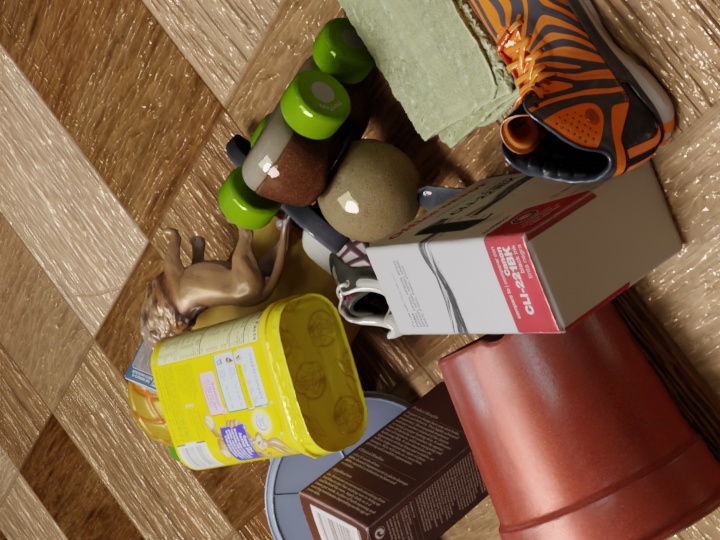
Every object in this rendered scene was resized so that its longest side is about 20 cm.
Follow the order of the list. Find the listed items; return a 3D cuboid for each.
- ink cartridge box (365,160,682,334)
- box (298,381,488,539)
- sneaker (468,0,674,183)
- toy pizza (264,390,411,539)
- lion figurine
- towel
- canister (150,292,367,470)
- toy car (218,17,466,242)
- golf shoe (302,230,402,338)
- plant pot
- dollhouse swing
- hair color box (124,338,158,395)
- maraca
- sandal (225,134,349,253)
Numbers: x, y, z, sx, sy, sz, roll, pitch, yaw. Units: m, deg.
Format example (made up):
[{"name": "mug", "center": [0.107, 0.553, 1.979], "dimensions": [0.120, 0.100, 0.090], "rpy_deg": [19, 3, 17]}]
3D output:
[{"name": "ink cartridge box", "center": [0.123, -0.017, 1.166], "dimensions": [0.200, 0.144, 0.084], "rpy_deg": [-6, 112, 55]}, {"name": "box", "center": [0.051, 0.195, 1.407], "dimensions": [0.100, 0.200, 0.075], "rpy_deg": [20, 136, 46]}, {"name": "sneaker", "center": [0.126, -0.144, 1.075], "dimensions": [0.200, 0.112, 0.078], "rpy_deg": [46, 147, 17]}, {"name": "toy pizza", "center": [-0.004, 0.220, 1.516], "dimensions": [0.200, 0.200, 0.032], "rpy_deg": [65, 164, -14]}, {"name": "lion figurine", "center": [-0.146, 0.013, 1.518], "dimensions": [0.200, 0.072, 0.123], "rpy_deg": [-15, 67, 36]}, {"name": "towel", "center": [0.050, -0.201, 1.203], "dimensions": [0.200, 0.036, 0.148], "rpy_deg": [56, 150, -2]}, {"name": "canister", "center": [-0.102, 0.112, 1.433], "dimensions": [0.200, 0.086, 0.149], "rpy_deg": [-15, 91, 43]}, {"name": "toy car", "center": [0.006, -0.087, 1.308], "dimensions": [0.200, 0.158, 0.164], "rpy_deg": [33, 136, -8]}, {"name": "golf shoe", "center": [0.000, 0.000, 1.409], "dimensions": [0.200, 0.088, 0.077], "rpy_deg": [25, 139, 43]}, {"name": "plant pot", "center": [0.170, 0.126, 1.205], "dimensions": [0.201, 0.201, 0.195], "rpy_deg": [-32, 83, 59]}, {"name": "dollhouse swing", "center": [-0.062, 0.060, 1.599], "dimensions": [0.200, 0.176, 0.182], "rpy_deg": [39, -174, 26]}, {"name": "hair color box", "center": [-0.154, 0.143, 1.677], "dimensions": [0.200, 0.061, 0.100], "rpy_deg": [33, 168, -38]}, {"name": "maraca", "center": [-0.235, 0.168, 1.867], "dimensions": [0.137, 0.107, 0.200], "rpy_deg": [50, 149, 24]}, {"name": "sandal", "center": [-0.063, -0.080, 1.443], "dimensions": [0.076, 0.043, 0.200], "rpy_deg": [35, -175, -46]}]
